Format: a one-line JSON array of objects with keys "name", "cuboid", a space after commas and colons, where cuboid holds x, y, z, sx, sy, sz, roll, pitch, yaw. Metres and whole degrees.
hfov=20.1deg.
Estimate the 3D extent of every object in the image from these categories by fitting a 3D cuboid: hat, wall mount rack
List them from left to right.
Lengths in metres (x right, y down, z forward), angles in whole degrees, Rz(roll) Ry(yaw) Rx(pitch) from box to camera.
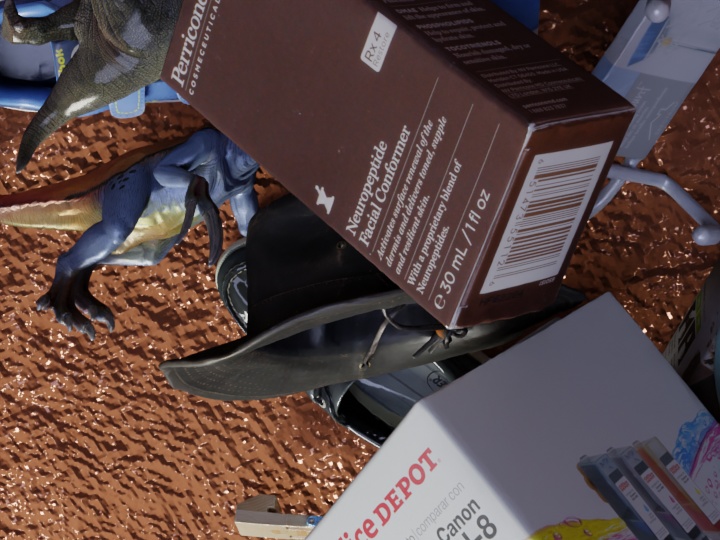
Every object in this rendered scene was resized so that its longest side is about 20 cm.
[{"name": "hat", "cuboid": [0.000, 0.000, 0.943, 0.199, 0.200, 0.082, -14, 79, 16]}, {"name": "wall mount rack", "cuboid": [0.134, -0.079, 0.926, 0.075, 0.173, 0.201, 51, 121, 34]}]

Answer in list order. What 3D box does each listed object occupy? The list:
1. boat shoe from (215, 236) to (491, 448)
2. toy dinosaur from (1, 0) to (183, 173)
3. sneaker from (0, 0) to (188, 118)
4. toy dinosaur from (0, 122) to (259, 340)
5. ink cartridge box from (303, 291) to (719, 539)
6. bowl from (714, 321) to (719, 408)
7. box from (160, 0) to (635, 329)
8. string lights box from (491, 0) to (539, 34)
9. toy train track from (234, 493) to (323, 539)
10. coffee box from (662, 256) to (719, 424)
[{"name": "boat shoe", "cuboid": [0.007, 0.054, 1.058, 0.199, 0.066, 0.075, 37, 117, -6]}, {"name": "toy dinosaur", "cuboid": [-0.103, -0.135, 0.926, 0.101, 0.201, 0.077, 19, 156, 9]}, {"name": "sneaker", "cuboid": [-0.109, -0.110, 0.999, 0.198, 0.082, 0.075, -4, 112, 9]}, {"name": "toy dinosaur", "cuboid": [-0.092, -0.049, 1.008, 0.200, 0.105, 0.182, 40, 97, 15]}, {"name": "ink cartridge box", "cuboid": [0.098, 0.143, 0.918, 0.200, 0.144, 0.146, 51, 135, 15]}, {"name": "bowl", "cuboid": [0.261, 0.063, 0.907, 0.199, 0.105, 0.203, 2, 116, 5]}, {"name": "box", "cuboid": [0.010, -0.076, 0.860, 0.200, 0.075, 0.101, 41, 125, 33]}, {"name": "string lights box", "cuboid": [0.030, -0.177, 0.901, 0.103, 0.059, 0.201, 38, 143, 36]}, {"name": "toy train track", "cuboid": [0.032, 0.131, 1.095, 0.198, 0.033, 0.115, 2, 154, 9]}, {"name": "coffee box", "cuboid": [0.235, 0.012, 0.988, 0.112, 0.080, 0.201, 24, 116, -3]}]
